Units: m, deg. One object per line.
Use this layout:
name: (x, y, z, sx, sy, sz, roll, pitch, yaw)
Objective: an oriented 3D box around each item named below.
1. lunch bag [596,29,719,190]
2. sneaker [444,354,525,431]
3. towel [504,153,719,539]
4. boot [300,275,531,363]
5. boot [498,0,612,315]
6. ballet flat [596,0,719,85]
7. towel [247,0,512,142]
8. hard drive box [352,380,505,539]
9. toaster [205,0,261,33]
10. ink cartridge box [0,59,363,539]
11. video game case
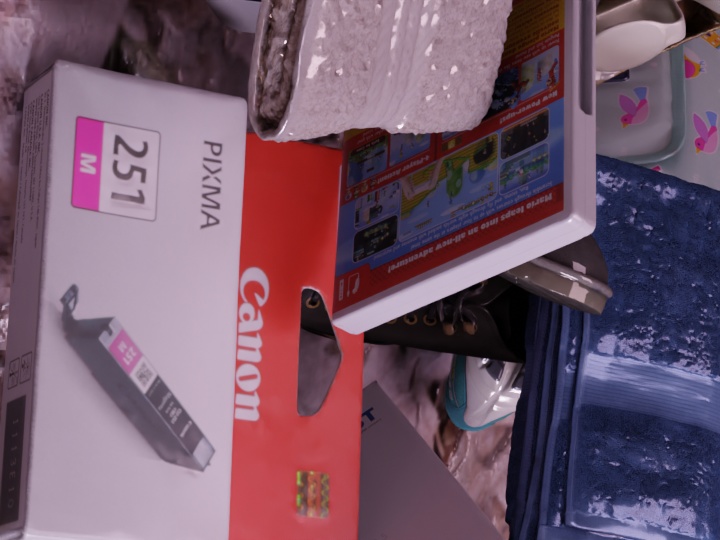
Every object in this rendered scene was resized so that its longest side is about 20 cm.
lunch bag: (0.146, -0.067, 1.201, 0.199, 0.122, 0.171, 26, 43, -21)
sneaker: (0.089, 0.002, 1.261, 0.080, 0.077, 0.201, -51, -169, 52)
towel: (0.130, 0.049, 1.061, 0.111, 0.048, 0.202, 15, 70, -19)
boot: (0.000, 0.000, 1.069, 0.199, 0.138, 0.078, 10, 91, -54)
boot: (0.087, -0.100, 1.033, 0.201, 0.181, 0.072, -58, 143, 3)
ballet flat: (0.156, -0.137, 1.131, 0.199, 0.071, 0.071, -23, 122, -18)
towel: (0.023, -0.149, 0.890, 0.132, 0.034, 0.202, -6, 112, -47)
hard drive box: (0.001, 0.169, 1.025, 0.155, 0.200, 0.077, -34, 132, -7)
toaster: (-0.009, -0.218, 0.949, 0.201, 0.118, 0.181, -57, 141, -22)
ink cartridge box: (-0.064, 0.025, 0.968, 0.172, 0.043, 0.202, 9, 75, -28)
video game case: (0.045, -0.084, 0.991, 0.017, 0.142, 0.201, 27, 54, -36)
